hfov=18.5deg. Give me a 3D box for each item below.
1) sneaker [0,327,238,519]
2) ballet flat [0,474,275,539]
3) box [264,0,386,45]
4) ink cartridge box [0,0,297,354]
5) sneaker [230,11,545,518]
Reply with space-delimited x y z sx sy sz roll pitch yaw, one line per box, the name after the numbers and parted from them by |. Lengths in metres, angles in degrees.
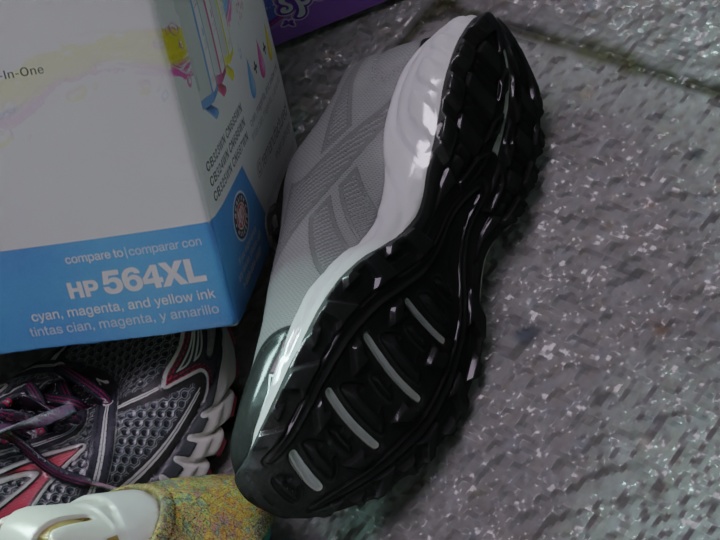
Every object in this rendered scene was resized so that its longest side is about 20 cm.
-0.122 0.070 0.741 0.080 0.075 0.200 24 57 42 | sneaker
-0.105 0.113 0.671 0.071 0.071 0.200 22 53 40 | ballet flat
-0.067 -0.142 0.847 0.199 0.137 0.039 -20 45 14 | box
-0.109 -0.091 0.751 0.124 0.201 0.129 -6 27 13 | ink cartridge box
0.000 0.000 0.749 0.079 0.074 0.201 -8 44 36 | sneaker
